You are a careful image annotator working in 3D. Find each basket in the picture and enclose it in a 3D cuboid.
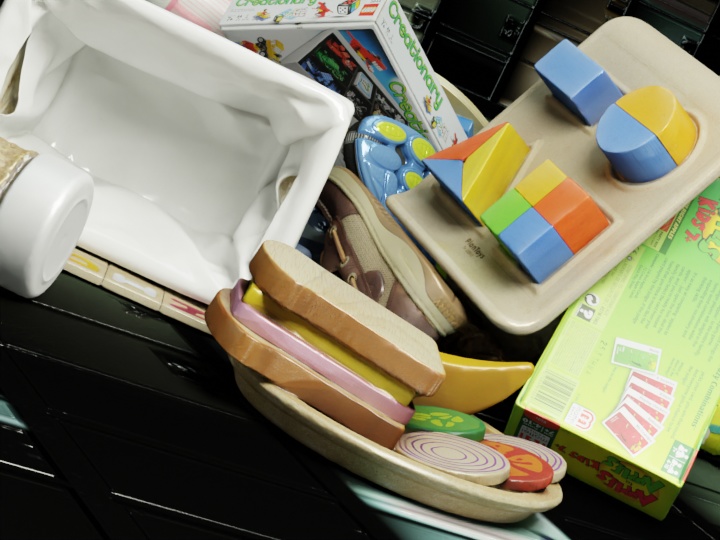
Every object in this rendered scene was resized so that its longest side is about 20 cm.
[{"bbox_3d":[-0.113,-0.074,1.312,0.200,0.136,0.123,26,5,3],"label":"basket"}]

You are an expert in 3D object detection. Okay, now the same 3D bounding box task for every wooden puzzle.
[{"bbox_3d":[0.122,-0.069,1.372,0.046,0.200,0.185,55,-3,-34],"label":"wooden puzzle"}]

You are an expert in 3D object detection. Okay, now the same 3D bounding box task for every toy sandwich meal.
[{"bbox_3d":[0.018,0.053,1.164,0.205,0.070,0.205,25,9,-4],"label":"toy sandwich meal"}]

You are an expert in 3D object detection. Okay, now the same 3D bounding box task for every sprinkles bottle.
[{"bbox_3d":[-0.231,-0.058,1.136,0.200,0.068,0.068,26,9,6],"label":"sprinkles bottle"}]

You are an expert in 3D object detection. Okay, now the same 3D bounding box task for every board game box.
[{"bbox_3d":[0.000,-0.107,1.602,0.126,0.035,0.200,2,-40,32],"label":"board game box"},{"bbox_3d":[0.170,0.033,1.338,0.102,0.200,0.048,27,-31,7],"label":"board game box"}]

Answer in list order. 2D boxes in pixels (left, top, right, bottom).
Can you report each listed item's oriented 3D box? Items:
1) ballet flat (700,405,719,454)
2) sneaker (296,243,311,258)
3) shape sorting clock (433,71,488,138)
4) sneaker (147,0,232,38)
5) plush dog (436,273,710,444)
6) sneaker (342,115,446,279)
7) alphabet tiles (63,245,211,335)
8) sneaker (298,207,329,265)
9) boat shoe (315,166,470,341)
[{"bbox_3d":[0.195,0.068,1.602,0.067,0.067,0.200,5,18,-26],"label":"ballet flat"},{"bbox_3d":[-0.104,-0.063,1.458,0.200,0.085,0.075,30,10,24],"label":"sneaker"},{"bbox_3d":[0.021,-0.084,1.693,0.200,0.200,0.039,27,48,10],"label":"shape sorting clock"},{"bbox_3d":[-0.115,-0.179,1.713,0.105,0.075,0.200,32,-5,-11],"label":"sneaker"},{"bbox_3d":[0.130,0.022,1.443,0.172,0.200,0.160,33,-27,-16],"label":"plush dog"},{"bbox_3d":[0.020,-0.035,1.579,0.083,0.071,0.200,15,-23,24],"label":"sneaker"},{"bbox_3d":[-0.109,0.003,1.311,0.200,0.006,0.166,24,9,-6],"label":"alphabet tiles"},{"bbox_3d":[-0.046,-0.051,1.552,0.070,0.082,0.200,15,14,-47],"label":"sneaker"},{"bbox_3d":[0.000,0.000,1.416,0.072,0.072,0.200,48,2,-32],"label":"boat shoe"}]
